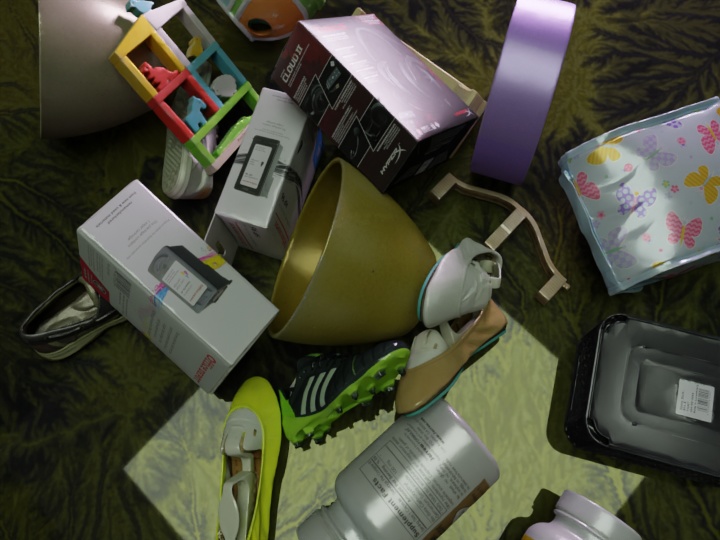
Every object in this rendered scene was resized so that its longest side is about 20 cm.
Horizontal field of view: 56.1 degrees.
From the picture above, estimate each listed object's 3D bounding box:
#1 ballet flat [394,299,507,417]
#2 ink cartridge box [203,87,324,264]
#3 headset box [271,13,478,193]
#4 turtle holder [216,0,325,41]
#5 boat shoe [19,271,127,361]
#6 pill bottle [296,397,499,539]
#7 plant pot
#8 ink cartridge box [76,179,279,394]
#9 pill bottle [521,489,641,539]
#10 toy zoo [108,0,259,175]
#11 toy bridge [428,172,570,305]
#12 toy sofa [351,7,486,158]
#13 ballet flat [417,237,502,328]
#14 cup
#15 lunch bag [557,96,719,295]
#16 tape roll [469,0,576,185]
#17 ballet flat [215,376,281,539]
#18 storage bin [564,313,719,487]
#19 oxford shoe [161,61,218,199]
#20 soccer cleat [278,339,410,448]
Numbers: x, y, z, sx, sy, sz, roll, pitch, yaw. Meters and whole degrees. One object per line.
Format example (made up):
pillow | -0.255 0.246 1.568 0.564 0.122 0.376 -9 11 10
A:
ballet flat | 0.088 0.081 0.721 0.199 0.068 0.064 -32 95 -46
ink cartridge box | -0.109 -0.092 0.794 0.067 0.116 0.204 16 75 9
headset box | 0.012 -0.196 0.738 0.200 0.077 0.148 48 39 10
turtle holder | -0.132 -0.386 0.873 0.131 0.141 0.186 -41 84 8
boat shoe | -0.305 0.029 0.794 0.199 0.065 0.073 -42 74 -10
pill bottle | 0.036 0.232 0.692 0.199 0.115 0.115 -40 75 -9
plant pot | 0.000 0.000 0.739 0.140 0.200 0.204 21 74 -16
ink cartridge box | -0.198 0.024 0.720 0.199 0.148 0.086 42 61 -4
pill bottle | 0.189 0.326 0.658 0.111 0.113 0.202 32 78 11
toy zoo | -0.208 -0.233 0.808 0.201 0.020 0.132 50 50 -22
toy bridge | 0.175 -0.047 0.814 0.067 0.027 0.200 -43 76 -11
toy sofa | 0.058 -0.234 0.856 0.199 0.097 0.083 39 103 12
ballet flat | 0.115 0.009 0.720 0.068 0.200 0.071 6 108 19
cup | -0.320 -0.262 0.832 0.140 0.200 0.205 -1 71 -25
lunch bag | 0.333 -0.078 0.766 0.196 0.127 0.172 -18 75 -13
tape roll | 0.182 -0.204 0.769 0.064 0.201 0.204 17 75 8
ballet flat | -0.125 0.213 0.726 0.065 0.067 0.205 -5 73 21
storage bin | 0.332 0.140 0.717 0.196 0.094 0.138 13 74 7
oxford shoe | -0.208 -0.175 0.859 0.057 0.075 0.204 20 59 -38
soccer cleat | -0.027 0.114 0.709 0.200 0.067 0.082 -42 59 36
